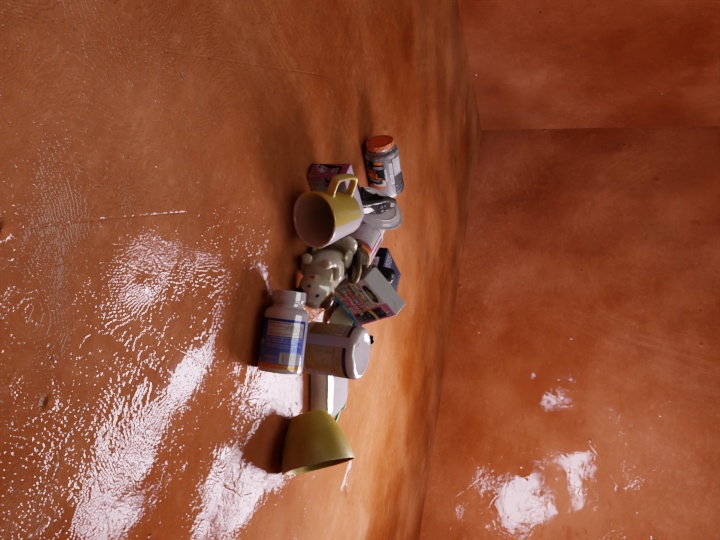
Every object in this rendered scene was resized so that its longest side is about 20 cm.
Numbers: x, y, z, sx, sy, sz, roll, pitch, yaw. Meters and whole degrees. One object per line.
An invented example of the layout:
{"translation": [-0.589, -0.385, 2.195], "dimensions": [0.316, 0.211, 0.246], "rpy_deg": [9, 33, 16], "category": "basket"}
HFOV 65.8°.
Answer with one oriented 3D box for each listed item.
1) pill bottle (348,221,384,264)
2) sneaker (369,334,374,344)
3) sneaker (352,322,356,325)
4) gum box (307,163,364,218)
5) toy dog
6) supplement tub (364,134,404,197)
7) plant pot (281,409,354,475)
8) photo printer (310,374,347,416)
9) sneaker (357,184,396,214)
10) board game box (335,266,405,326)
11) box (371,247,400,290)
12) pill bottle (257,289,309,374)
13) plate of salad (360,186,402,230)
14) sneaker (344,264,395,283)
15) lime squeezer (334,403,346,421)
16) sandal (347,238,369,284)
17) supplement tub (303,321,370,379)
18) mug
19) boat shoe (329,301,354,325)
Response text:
{"translation": [0.010, -0.095, 1.839], "dimensions": [0.200, 0.109, 0.110], "rpy_deg": [-62, 149, -47], "category": "pill bottle"}
{"translation": [-0.006, 0.256, 1.904], "dimensions": [0.200, 0.083, 0.072], "rpy_deg": [-39, 130, -62], "category": "sneaker"}
{"translation": [-0.030, 0.134, 1.854], "dimensions": [0.200, 0.076, 0.091], "rpy_deg": [-70, 149, -56], "category": "sneaker"}
{"translation": [-0.069, -0.217, 1.601], "dimensions": [0.200, 0.113, 0.066], "rpy_deg": [73, 29, -44], "category": "gum box"}
{"translation": [-0.110, 0.014, 1.552], "dimensions": [0.194, 0.139, 0.200], "rpy_deg": [98, 12, -50], "category": "toy dog"}
{"translation": [0.083, -0.364, 1.956], "dimensions": [0.123, 0.122, 0.200], "rpy_deg": [-62, 149, -46], "category": "supplement tub"}
{"translation": [-0.129, 0.466, 1.527], "dimensions": [0.200, 0.200, 0.142], "rpy_deg": [45, 28, -63], "category": "plant pot"}
{"translation": [-0.094, 0.354, 1.713], "dimensions": [0.166, 0.069, 0.200], "rpy_deg": [-19, 111, -67], "category": "photo printer"}
{"translation": [0.017, -0.235, 1.769], "dimensions": [0.076, 0.199, 0.114], "rpy_deg": [120, -44, -54], "category": "sneaker"}
{"translation": [0.018, 0.082, 1.673], "dimensions": [0.148, 0.200, 0.064], "rpy_deg": [50, 57, -11], "category": "board game box"}
{"translation": [0.060, 0.027, 1.998], "dimensions": [0.200, 0.107, 0.149], "rpy_deg": [59, 40, -56], "category": "box"}
{"translation": [-0.187, 0.150, 1.374], "dimensions": [0.112, 0.112, 0.200], "rpy_deg": [22, 73, -68], "category": "pill bottle"}
{"translation": [0.047, -0.202, 1.849], "dimensions": [0.048, 0.200, 0.200], "rpy_deg": [-58, -179, 41], "category": "plate of salad"}
{"translation": [0.000, 0.000, 1.721], "dimensions": [0.116, 0.200, 0.075], "rpy_deg": [58, 36, -46], "category": "sneaker"}
{"translation": [-0.070, 0.432, 1.838], "dimensions": [0.071, 0.038, 0.200], "rpy_deg": [-11, 105, -68], "category": "lime squeezer"}
{"translation": [0.000, -0.030, 1.633], "dimensions": [0.200, 0.054, 0.080], "rpy_deg": [-88, -162, -60], "category": "sandal"}
{"translation": [-0.086, 0.215, 1.523], "dimensions": [0.144, 0.200, 0.145], "rpy_deg": [5, 90, -69], "category": "supplement tub"}
{"translation": [-0.064, -0.153, 1.484], "dimensions": [0.153, 0.186, 0.150], "rpy_deg": [-19, 83, -49], "category": "mug"}
{"translation": [-0.051, 0.130, 1.781], "dimensions": [0.201, 0.072, 0.061], "rpy_deg": [-64, -170, -27], "category": "boat shoe"}
